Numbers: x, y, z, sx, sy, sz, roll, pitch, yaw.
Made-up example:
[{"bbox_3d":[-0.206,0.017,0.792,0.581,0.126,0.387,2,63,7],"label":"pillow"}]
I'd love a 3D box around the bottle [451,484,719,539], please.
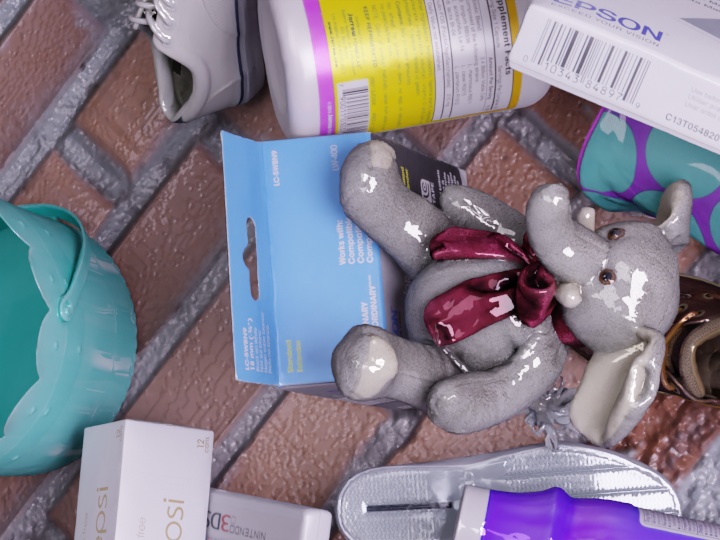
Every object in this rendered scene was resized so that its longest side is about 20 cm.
[{"bbox_3d":[0.149,0.161,1.192,0.200,0.084,0.065,12,84,2],"label":"bottle"}]

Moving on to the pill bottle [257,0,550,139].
[{"bbox_3d":[0.046,-0.139,1.277,0.200,0.104,0.105,-10,75,-9],"label":"pill bottle"}]

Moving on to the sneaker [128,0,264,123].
[{"bbox_3d":[-0.106,-0.168,1.345,0.071,0.200,0.073,-35,50,-23],"label":"sneaker"}]

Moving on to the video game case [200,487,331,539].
[{"bbox_3d":[-0.081,0.236,1.318,0.182,0.022,0.201,0,81,61],"label":"video game case"}]

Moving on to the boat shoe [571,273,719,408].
[{"bbox_3d":[0.197,0.043,1.227,0.200,0.072,0.072,20,91,29],"label":"boat shoe"}]

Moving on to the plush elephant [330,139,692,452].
[{"bbox_3d":[0.098,0.012,1.163,0.155,0.200,0.165,-32,35,36],"label":"plush elephant"}]

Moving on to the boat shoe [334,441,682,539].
[{"bbox_3d":[0.086,0.135,1.275,0.199,0.067,0.074,4,84,5],"label":"boat shoe"}]

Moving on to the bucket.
[{"bbox_3d":[-0.254,0.042,1.423,0.207,0.135,0.208,-4,81,26],"label":"bucket"}]

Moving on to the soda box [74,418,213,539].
[{"bbox_3d":[-0.140,0.196,1.349,0.068,0.064,0.201,-17,67,58],"label":"soda box"}]

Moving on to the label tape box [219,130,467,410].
[{"bbox_3d":[0.000,0.000,1.262,0.063,0.200,0.145,-10,79,26],"label":"label tape box"}]

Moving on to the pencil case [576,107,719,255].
[{"bbox_3d":[0.224,-0.035,1.218,0.200,0.085,0.093,31,135,26],"label":"pencil case"}]

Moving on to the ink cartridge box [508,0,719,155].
[{"bbox_3d":[0.189,-0.118,1.152,0.199,0.200,0.041,23,117,3],"label":"ink cartridge box"}]
